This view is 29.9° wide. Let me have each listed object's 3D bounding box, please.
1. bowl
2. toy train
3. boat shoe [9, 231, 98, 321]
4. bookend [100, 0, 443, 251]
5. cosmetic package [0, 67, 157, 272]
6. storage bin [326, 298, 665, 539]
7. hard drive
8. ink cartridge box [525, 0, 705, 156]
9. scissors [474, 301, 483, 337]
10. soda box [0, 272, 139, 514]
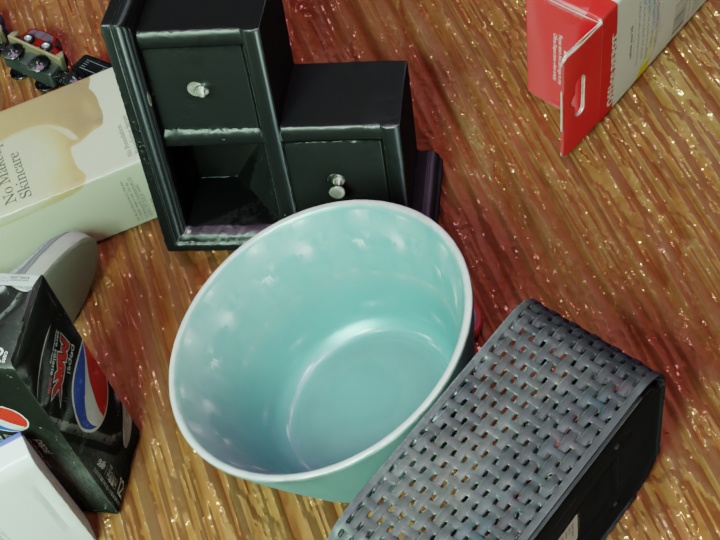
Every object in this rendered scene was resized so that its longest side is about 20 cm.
[{"bbox_3d":[-0.009,0.065,0.851,0.200,0.105,0.201,-14,50,17],"label":"bowl"},{"bbox_3d":[-0.267,-0.177,1.113,0.200,0.034,0.046,24,60,23],"label":"toy train"},{"bbox_3d":[-0.265,0.044,0.944,0.071,0.070,0.201,27,67,21],"label":"boat shoe"},{"bbox_3d":[-0.051,-0.115,0.929,0.199,0.199,0.092,0,45,8],"label":"bookend"},{"bbox_3d":[-0.249,-0.065,1.012,0.200,0.071,0.105,-24,56,-7],"label":"cosmetic package"},{"bbox_3d":[0.083,0.134,0.784,0.094,0.135,0.200,31,66,26],"label":"storage bin"},{"bbox_3d":[-0.272,0.180,0.817,0.200,0.132,0.025,-27,57,-9],"label":"hard drive"},{"bbox_3d":[0.183,-0.194,0.998,0.067,0.116,0.200,32,66,26],"label":"ink cartridge box"},{"bbox_3d":[0.000,0.000,0.965,0.073,0.014,0.200,-42,59,-15],"label":"scissors"},{"bbox_3d":[-0.200,0.080,0.830,0.071,0.200,0.063,2,58,11],"label":"soda box"}]
